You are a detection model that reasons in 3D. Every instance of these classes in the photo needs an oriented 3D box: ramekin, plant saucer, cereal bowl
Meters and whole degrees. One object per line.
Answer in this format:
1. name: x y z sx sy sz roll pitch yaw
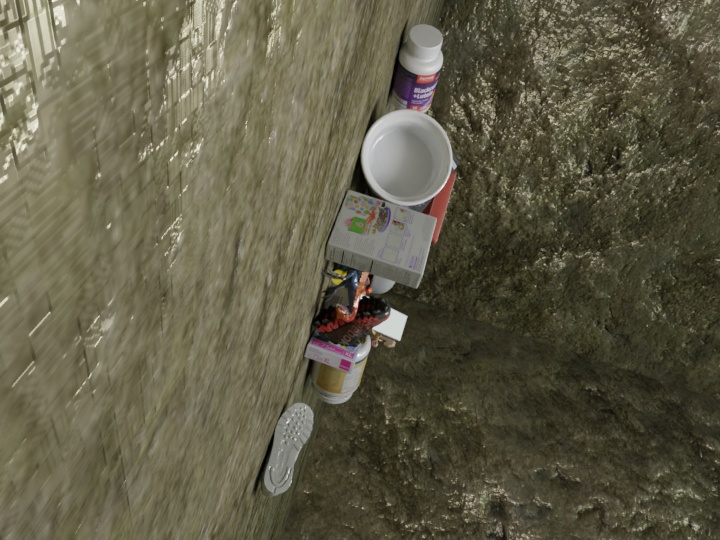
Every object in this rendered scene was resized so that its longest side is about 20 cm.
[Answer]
1. ramekin: 0.095 -0.239 1.302 0.098 0.197 0.204 163 -56 -85
2. plant saucer: 0.154 -0.177 1.615 0.198 0.036 0.203 7 -103 53
3. cereal bowl: 0.075 -0.033 1.577 0.200 0.082 0.204 -166 -90 -83

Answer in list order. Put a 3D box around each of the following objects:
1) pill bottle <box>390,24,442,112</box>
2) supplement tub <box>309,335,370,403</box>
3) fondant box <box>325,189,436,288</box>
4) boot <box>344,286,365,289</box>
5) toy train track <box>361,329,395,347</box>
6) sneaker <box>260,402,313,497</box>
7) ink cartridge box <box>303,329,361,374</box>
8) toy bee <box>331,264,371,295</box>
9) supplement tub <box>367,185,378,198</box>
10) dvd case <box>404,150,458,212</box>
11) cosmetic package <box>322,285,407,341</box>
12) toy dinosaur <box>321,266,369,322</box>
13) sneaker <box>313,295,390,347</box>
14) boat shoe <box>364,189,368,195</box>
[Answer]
1. pill bottle: 0.141 -0.494 1.464 0.201 0.109 0.113 102 7 -59
2. supplement tub: -0.058 0.244 1.591 0.146 0.142 0.202 -69 175 -51
3. fondant box: 0.043 -0.065 1.205 0.059 0.196 0.146 106 3 -58
4. boot: 0.002 -0.042 1.752 0.205 0.072 0.156 -82 -172 -57
5. toy train track: -0.012 0.149 1.416 0.033 0.197 0.115 -65 159 -13
6. sneaker: -0.161 0.376 1.258 0.202 0.075 0.081 -66 -175 -34
7. ink cartridge box: -0.056 0.170 1.439 0.200 0.117 0.043 -64 173 -71
8. toy bee: 0.000 0.000 1.462 0.130 0.110 0.200 -32 164 11
9. supplement tub: 0.096 -0.256 1.502 0.201 0.142 0.147 103 6 -60
10. dvd case: 0.150 -0.216 1.422 0.201 0.016 0.148 -52 147 0
11. cosmetic package: 0.012 0.108 1.483 0.101 0.198 0.072 8 -106 50
12. toy dinosaur: -0.010 0.009 1.251 0.105 0.196 0.185 34 41 -71
13. sneaker: -0.007 0.118 1.316 0.099 0.198 0.071 56 36 -24
14. boat shoe: 0.038 -0.156 1.629 0.201 0.089 0.072 -69 175 -52
